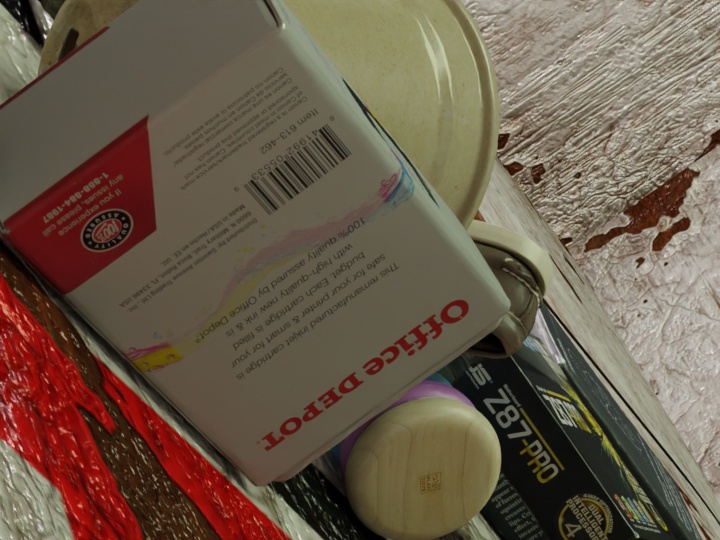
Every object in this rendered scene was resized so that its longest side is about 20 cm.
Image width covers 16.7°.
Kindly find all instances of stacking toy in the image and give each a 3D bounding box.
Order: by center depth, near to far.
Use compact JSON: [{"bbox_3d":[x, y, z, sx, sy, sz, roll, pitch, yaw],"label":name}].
[{"bbox_3d":[0.005,0.063,1.350,0.085,0.085,0.200,50,3,-34],"label":"stacking toy"}]

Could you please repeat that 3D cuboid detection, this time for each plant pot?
[{"bbox_3d":[-0.058,-0.082,1.216,0.200,0.200,0.183,58,19,18],"label":"plant pot"}]

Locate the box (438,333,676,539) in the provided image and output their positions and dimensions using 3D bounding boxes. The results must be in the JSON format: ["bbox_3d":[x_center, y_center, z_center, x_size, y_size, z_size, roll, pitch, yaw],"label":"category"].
[{"bbox_3d":[0.114,0.107,1.438,0.161,0.049,0.200,54,7,16],"label":"box"}]

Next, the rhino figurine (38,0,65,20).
[{"bbox_3d":[-0.157,-0.190,1.354,0.200,0.087,0.060,49,-2,39],"label":"rhino figurine"}]

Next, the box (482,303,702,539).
[{"bbox_3d":[0.141,0.137,1.719,0.200,0.107,0.148,53,8,-19],"label":"box"}]

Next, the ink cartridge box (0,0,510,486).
[{"bbox_3d":[-0.050,-0.020,1.069,0.200,0.146,0.083,49,7,-40],"label":"ink cartridge box"}]

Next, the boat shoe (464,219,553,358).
[{"bbox_3d":[0.000,0.000,1.318,0.072,0.200,0.060,84,24,-52],"label":"boat shoe"}]
